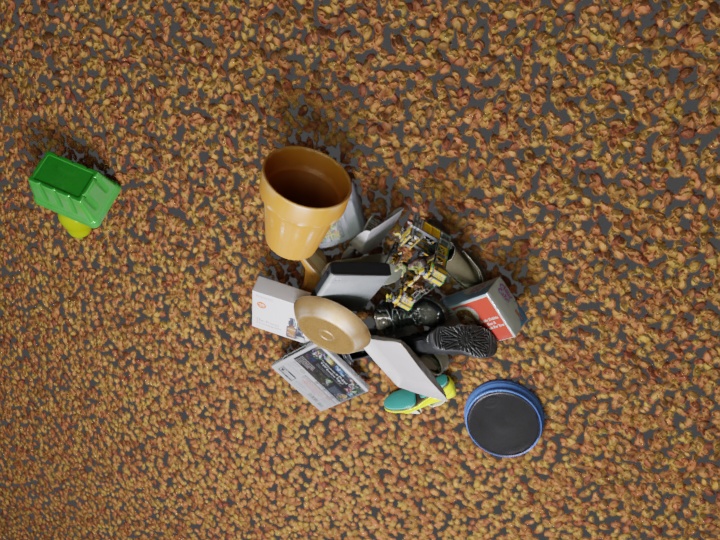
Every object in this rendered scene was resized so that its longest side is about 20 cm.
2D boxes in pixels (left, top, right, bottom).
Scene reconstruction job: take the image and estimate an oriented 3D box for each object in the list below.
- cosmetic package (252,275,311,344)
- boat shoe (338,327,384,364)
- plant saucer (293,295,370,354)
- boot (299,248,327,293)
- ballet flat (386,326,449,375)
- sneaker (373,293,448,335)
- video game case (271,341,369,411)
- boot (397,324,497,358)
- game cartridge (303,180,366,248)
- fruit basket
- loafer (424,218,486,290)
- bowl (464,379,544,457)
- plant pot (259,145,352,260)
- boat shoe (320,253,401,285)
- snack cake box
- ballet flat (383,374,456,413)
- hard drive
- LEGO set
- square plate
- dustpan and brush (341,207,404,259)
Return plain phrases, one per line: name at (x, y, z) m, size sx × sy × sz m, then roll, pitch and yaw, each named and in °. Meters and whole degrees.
cosmetic package at (-0.167, 0.105, 1.479) m, size 0.194 × 0.053 × 0.153 m, roll 17°, pitch 139°, yaw 3°
boat shoe at (-0.030, 0.193, 1.524) m, size 0.194 × 0.062 × 0.077 m, roll -14°, pitch 109°, yaw 23°
plant saucer at (-0.071, 0.135, 1.379) m, size 0.194 × 0.036 × 0.203 m, roll 19°, pitch 147°, yaw 12°
boot at (-0.122, 0.029, 1.467) m, size 0.201 × 0.071 × 0.143 m, roll 45°, pitch 130°, yaw -12°
ballet flat at (0.129, 0.183, 1.468) m, size 0.197 × 0.070 × 0.070 m, roll 35°, pitch 117°, yaw 2°
sneaker at (0.104, 0.107, 1.376) m, size 0.196 × 0.113 × 0.079 m, roll 7°, pitch 119°, yaw 46°
video game case at (-0.103, 0.271, 1.557) m, size 0.179 × 0.024 × 0.200 m, roll -28°, pitch 117°, yaw 33°
boot at (0.188, 0.167, 1.353) m, size 0.159 × 0.068 × 0.200 m, roll 12°, pitch 162°, yaw -16°
game cartridge at (-0.086, -0.124, 1.431) m, size 0.194 × 0.041 × 0.137 m, roll -12°, pitch 111°, yaw 21°
fruit basket at (-0.732, -0.184, 1.573) m, size 0.210 × 0.159 × 0.217 m, roll 21°, pitch 159°, yaw 8°
loafer at (0.203, -0.024, 1.359) m, size 0.200 × 0.070 × 0.075 m, roll 45°, pitch 117°, yaw -3°
bowl at (0.350, 0.366, 1.486) m, size 0.193 × 0.039 × 0.208 m, roll 6°, pitch 113°, yaw 15°
plant pot at (-0.134, -0.134, 1.329) m, size 0.196 × 0.202 × 0.186 m, roll 27°, pitch 133°, yaw 5°
boat shoe at (0.000, 0.001, 1.412) m, size 0.194 × 0.071 × 0.073 m, roll -2°, pitch 87°, yaw -23°
snack cake box at (0.257, 0.101, 1.348) m, size 0.117 × 0.067 × 0.198 m, roll 55°, pitch 144°, yaw -7°
ballet flat at (0.153, 0.324, 1.522) m, size 0.196 × 0.068 × 0.067 m, roll -27°, pitch 123°, yaw 23°
hard drive at (-0.030, 0.039, 1.337) m, size 0.135 × 0.034 × 0.201 m, roll 0°, pitch 155°, yaw -21°
LEGO set at (0.100, -0.019, 1.286) m, size 0.113 × 0.158 × 0.200 m, roll 26°, pitch 153°, yaw -14°
square plate at (0.094, 0.215, 1.405) m, size 0.199 × 0.029 × 0.198 m, roll 51°, pitch 156°, yaw -22°
dustpan and brush at (0.008, -0.071, 1.385) m, size 0.057 × 0.139 × 0.202 m, roll 43°, pitch 136°, yaw 12°
